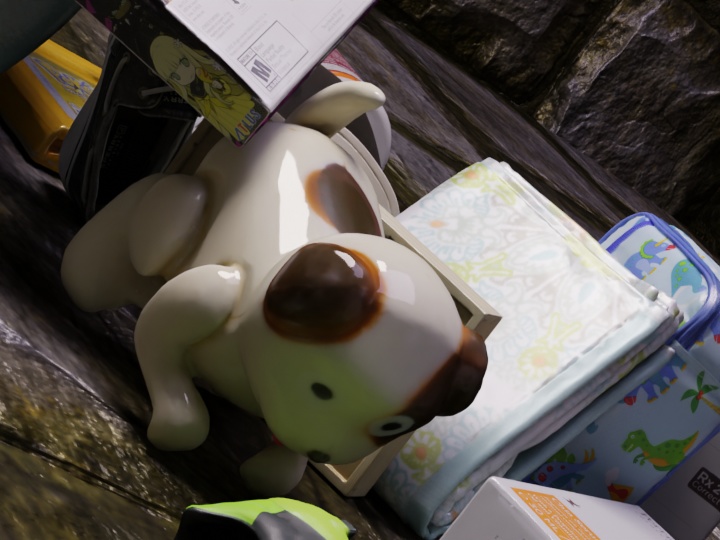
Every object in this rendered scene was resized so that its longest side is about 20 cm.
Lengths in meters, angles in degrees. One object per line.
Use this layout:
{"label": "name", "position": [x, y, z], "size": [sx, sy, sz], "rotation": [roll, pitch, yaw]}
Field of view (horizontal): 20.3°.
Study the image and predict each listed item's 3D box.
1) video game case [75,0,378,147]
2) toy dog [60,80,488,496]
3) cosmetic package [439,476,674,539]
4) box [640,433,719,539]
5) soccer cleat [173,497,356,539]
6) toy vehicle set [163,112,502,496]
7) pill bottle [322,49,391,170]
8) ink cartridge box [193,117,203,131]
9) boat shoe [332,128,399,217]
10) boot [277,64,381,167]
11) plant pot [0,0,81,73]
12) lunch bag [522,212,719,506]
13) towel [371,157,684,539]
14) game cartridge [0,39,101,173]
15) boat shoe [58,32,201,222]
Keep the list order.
{"label": "video game case", "position": [-0.079, -0.173, 1.013], "size": [0.181, 0.036, 0.200], "rotation": [42, 37, -4]}
{"label": "toy dog", "position": [-0.021, 0.018, 0.948], "size": [0.140, 0.194, 0.200], "rotation": [45, -1, -32]}
{"label": "cosmetic package", "position": [0.122, 0.174, 1.057], "size": [0.101, 0.071, 0.200], "rotation": [44, 12, 28]}
{"label": "box", "position": [0.173, 0.087, 1.410], "size": [0.199, 0.131, 0.200], "rotation": [38, 11, -1]}
{"label": "soccer cleat", "position": [-0.011, 0.157, 0.754], "size": [0.081, 0.068, 0.200], "rotation": [8, 26, -33]}
{"label": "toy vehicle set", "position": [-0.035, 0.009, 1.084], "size": [0.200, 0.124, 0.026], "rotation": [43, 12, 20]}
{"label": "pill bottle", "position": [-0.058, -0.138, 1.626], "size": [0.114, 0.114, 0.200], "rotation": [31, 14, -31]}
{"label": "ink cartridge box", "position": [-0.080, -0.068, 1.384], "size": [0.198, 0.043, 0.200], "rotation": [50, -5, 39]}
{"label": "boat shoe", "position": [0.000, 0.000, 1.267], "size": [0.201, 0.072, 0.063], "rotation": [64, -8, -3]}
{"label": "boot", "position": [-0.055, -0.118, 1.406], "size": [0.200, 0.074, 0.075], "rotation": [54, -15, -24]}
{"label": "plant pot", "position": [-0.231, -0.213, 1.153], "size": [0.195, 0.200, 0.196], "rotation": [34, 12, -14]}
{"label": "lunch bag", "position": [0.145, 0.067, 1.222], "size": [0.082, 0.200, 0.161], "rotation": [41, 12, -23]}
{"label": "towel", "position": [0.059, 0.038, 1.135], "size": [0.171, 0.200, 0.048], "rotation": [43, -21, 35]}
{"label": "game cartridge", "position": [-0.177, -0.100, 1.312], "size": [0.176, 0.032, 0.200], "rotation": [28, 16, -44]}
{"label": "boat shoe", "position": [-0.109, -0.105, 1.130], "size": [0.072, 0.201, 0.071], "rotation": [5, 36, -31]}
